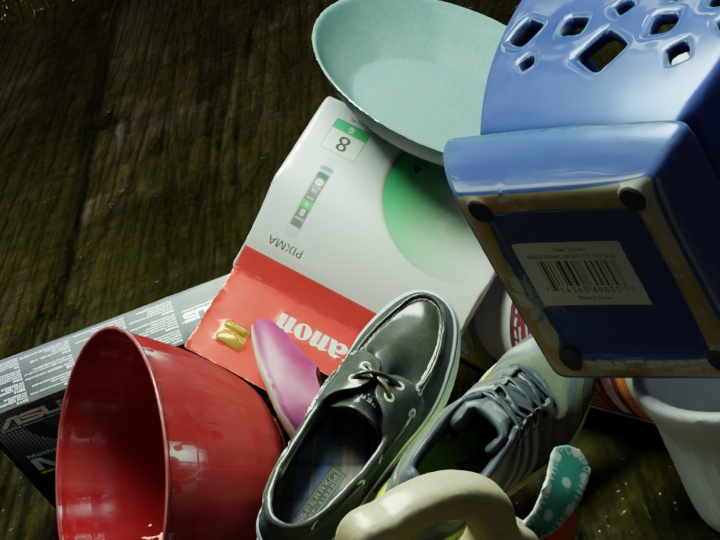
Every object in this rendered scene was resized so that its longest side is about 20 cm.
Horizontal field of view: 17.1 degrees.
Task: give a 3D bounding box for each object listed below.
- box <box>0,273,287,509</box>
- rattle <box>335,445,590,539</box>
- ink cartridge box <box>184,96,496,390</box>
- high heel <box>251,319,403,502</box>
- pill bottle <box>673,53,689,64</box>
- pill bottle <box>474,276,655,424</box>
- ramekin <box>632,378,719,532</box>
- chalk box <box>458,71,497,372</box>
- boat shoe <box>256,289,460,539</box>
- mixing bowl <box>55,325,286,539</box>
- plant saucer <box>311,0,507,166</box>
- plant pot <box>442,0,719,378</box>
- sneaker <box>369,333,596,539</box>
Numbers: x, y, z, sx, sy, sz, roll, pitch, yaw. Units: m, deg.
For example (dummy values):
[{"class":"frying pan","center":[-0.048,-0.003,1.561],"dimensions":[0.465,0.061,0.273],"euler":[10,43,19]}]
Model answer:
[{"class":"box","center":[-0.152,0.092,1.683],"dimensions":[0.200,0.048,0.193],"euler":[-20,-26,2]},{"class":"rattle","center":[0.085,0.181,1.349],"dimensions":[0.200,0.130,0.143],"euler":[-2,17,-35]},{"class":"ink cartridge box","center":[0.000,0.000,1.587],"dimensions":[0.200,0.161,0.050],"euler":[-59,-8,-29]},{"class":"high heel","center":[0.006,0.099,1.508],"dimensions":[0.096,0.067,0.200],"euler":[-29,61,-3]},{"class":"pill bottle","center":[0.311,-0.156,1.946],"dimensions":[0.200,0.113,0.112],"euler":[-23,19,-5]},{"class":"pill bottle","center":[0.165,0.036,1.581],"dimensions":[0.113,0.113,0.200],"euler":[-31,22,-25]},{"class":"ramekin","center":[0.267,0.075,1.391],"dimensions":[0.200,0.098,0.200],"euler":[-19,18,7]},{"class":"chalk box","center":[0.096,-0.044,1.735],"dimensions":[0.124,0.200,0.124],"euler":[-26,19,-16]},{"class":"boat shoe","center":[0.002,0.090,1.452],"dimensions":[0.069,0.057,0.200],"euler":[27,68,13]},{"class":"mixing bowl","center":[-0.113,0.137,1.539],"dimensions":[0.108,0.200,0.200],"euler":[3,8,-26]},{"class":"plant saucer","center":[0.057,-0.118,1.631],"dimensions":[0.201,0.039,0.201],"euler":[15,34,-10]},{"class":"plant pot","center":[0.175,-0.049,1.373],"dimensions":[0.200,0.200,0.180],"euler":[-1,40,44]},{"class":"sneaker","center":[0.083,0.098,1.446],"dimensions":[0.200,0.074,0.081],"euler":[-47,-12,-33]}]
